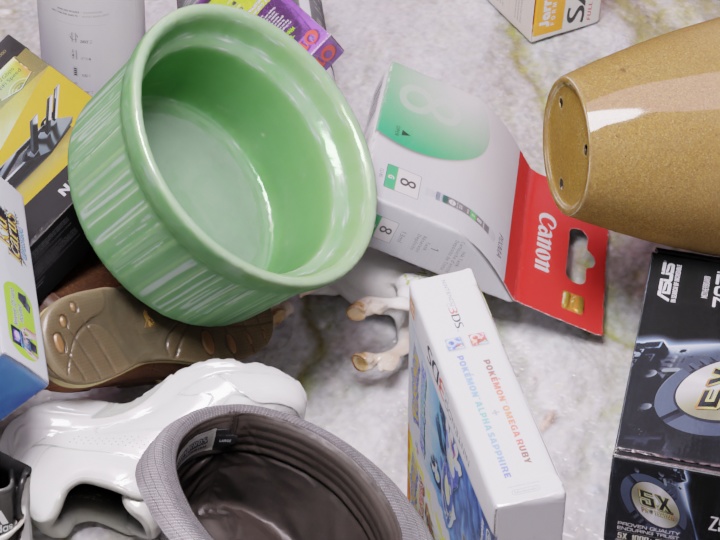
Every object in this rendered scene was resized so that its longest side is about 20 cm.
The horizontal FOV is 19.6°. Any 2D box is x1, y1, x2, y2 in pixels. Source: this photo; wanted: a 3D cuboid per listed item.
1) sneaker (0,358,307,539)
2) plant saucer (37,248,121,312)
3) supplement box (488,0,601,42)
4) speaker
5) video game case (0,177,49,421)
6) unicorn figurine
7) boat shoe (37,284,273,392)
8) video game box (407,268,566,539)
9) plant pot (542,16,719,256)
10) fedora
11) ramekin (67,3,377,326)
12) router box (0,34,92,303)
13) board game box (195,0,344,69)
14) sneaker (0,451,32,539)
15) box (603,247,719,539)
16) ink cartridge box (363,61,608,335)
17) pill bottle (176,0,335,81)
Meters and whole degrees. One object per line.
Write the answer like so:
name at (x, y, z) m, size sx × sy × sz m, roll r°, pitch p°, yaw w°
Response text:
sneaker at (-0.123, 0.124, 1.320) m, size 0.198 × 0.078 × 0.100 m, roll -16°, pitch 52°, yaw -7°
plant saucer at (-0.160, -0.005, 1.482) m, size 0.198 × 0.035 × 0.201 m, roll 1°, pitch 43°, yaw -1°
supplement box at (0.125, -0.302, 1.749) m, size 0.073 × 0.127 × 0.200 m, roll -18°, pitch 46°, yaw -23°
speaker at (-0.197, -0.169, 1.535) m, size 0.080 × 0.201 × 0.082 m, roll 1°, pitch 41°, yaw -1°
video game case at (-0.292, 0.054, 1.321) m, size 0.199 × 0.045 × 0.182 m, roll -36°, pitch 40°, yaw 16°
unicorn figurine at (0.000, 0.000, 1.462) m, size 0.200 × 0.074 × 0.137 m, roll 40°, pitch 44°, yaw 17°
boat shoe at (-0.145, 0.040, 1.372) m, size 0.199 × 0.067 × 0.073 m, roll -10°, pitch 81°, yaw -44°
video game box at (0.068, 0.134, 1.209) m, size 0.046 × 0.201 × 0.183 m, roll -8°, pitch 42°, yaw -8°
plant pot at (0.229, -0.088, 1.397) m, size 0.198 × 0.188 × 0.187 m, roll -4°, pitch 42°, yaw -13°
fedora at (-0.053, 0.169, 1.231) m, size 0.176 × 0.091 × 0.200 m, roll -5°, pitch 37°, yaw -40°
ramekin at (-0.094, -0.062, 1.353) m, size 0.199 × 0.097 × 0.202 m, roll 24°, pitch 51°, yaw -34°
router box at (-0.260, -0.049, 1.457) m, size 0.157 × 0.052 × 0.200 m, roll 35°, pitch 77°, yaw 33°
board game box at (-0.117, -0.121, 1.490) m, size 0.200 × 0.032 × 0.120 m, roll -45°, pitch 48°, yaw 1°
sneaker at (-0.219, 0.187, 1.205) m, size 0.075 × 0.116 × 0.201 m, roll -7°, pitch 43°, yaw -9°
box at (0.252, 0.091, 1.346) m, size 0.162 × 0.087 × 0.201 m, roll 10°, pitch 43°, yaw 10°
ink cartridge box at (0.093, -0.052, 1.477) m, size 0.198 × 0.050 × 0.162 m, roll 20°, pitch 39°, yaw -7°
pill bottle at (-0.079, -0.159, 1.589) m, size 0.115 × 0.117 × 0.201 m, roll -4°, pitch 45°, yaw -6°
